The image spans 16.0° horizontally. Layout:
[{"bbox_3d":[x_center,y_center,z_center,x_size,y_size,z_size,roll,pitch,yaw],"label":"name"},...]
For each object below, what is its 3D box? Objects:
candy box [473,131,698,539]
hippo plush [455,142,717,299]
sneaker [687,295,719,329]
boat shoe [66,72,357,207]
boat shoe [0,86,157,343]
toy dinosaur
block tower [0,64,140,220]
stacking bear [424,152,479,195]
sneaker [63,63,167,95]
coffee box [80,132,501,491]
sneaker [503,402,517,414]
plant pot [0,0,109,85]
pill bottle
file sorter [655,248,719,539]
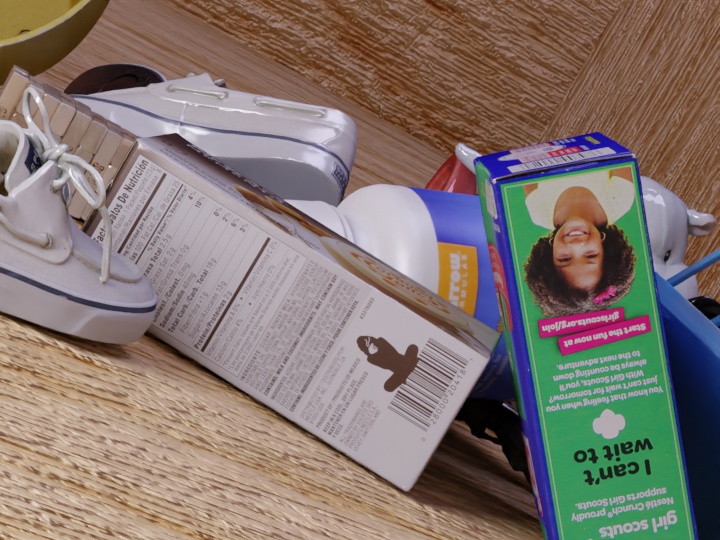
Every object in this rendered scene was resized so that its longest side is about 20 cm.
[{"bbox_3d":[0.111,0.040,1.275,0.077,0.201,0.169,-12,6,1],"label":"candy box"},{"bbox_3d":[0.172,0.002,1.684,0.159,0.201,0.161,11,-22,-32],"label":"hippo plush"},{"bbox_3d":[0.215,0.059,1.472,0.199,0.088,0.074,-3,52,-21],"label":"sneaker"},{"bbox_3d":[-0.098,-0.081,1.508,0.199,0.070,0.071,7,-41,16],"label":"boat shoe"},{"bbox_3d":[-0.150,-0.034,1.095,0.202,0.086,0.075,25,8,-43],"label":"boat shoe"},{"bbox_3d":[0.044,0.060,1.492,0.200,0.048,0.088,30,12,22],"label":"toy dinosaur"},{"bbox_3d":[-0.121,-0.041,1.449,0.199,0.058,0.054,28,6,-11],"label":"block tower"},{"bbox_3d":[0.113,0.026,1.829,0.200,0.122,0.114,38,3,-7],"label":"stacking bear"},{"bbox_3d":[-0.129,-0.075,1.725,0.200,0.073,0.085,29,-28,42],"label":"sneaker"},{"bbox_3d":[-0.036,0.017,1.263,0.200,0.080,0.114,32,6,4],"label":"coffee box"},{"bbox_3d":[0.130,0.059,1.579,0.200,0.113,0.071,34,6,25],"label":"sneaker"},{"bbox_3d":[-0.240,-0.196,1.629,0.200,0.200,0.142,32,-21,11],"label":"plant pot"},{"bbox_3d":[0.042,0.012,1.400,0.199,0.113,0.112,6,18,-29],"label":"pill bottle"},{"bbox_3d":[0.243,0.086,1.368,0.139,0.122,0.201,47,-22,43],"label":"file sorter"}]
